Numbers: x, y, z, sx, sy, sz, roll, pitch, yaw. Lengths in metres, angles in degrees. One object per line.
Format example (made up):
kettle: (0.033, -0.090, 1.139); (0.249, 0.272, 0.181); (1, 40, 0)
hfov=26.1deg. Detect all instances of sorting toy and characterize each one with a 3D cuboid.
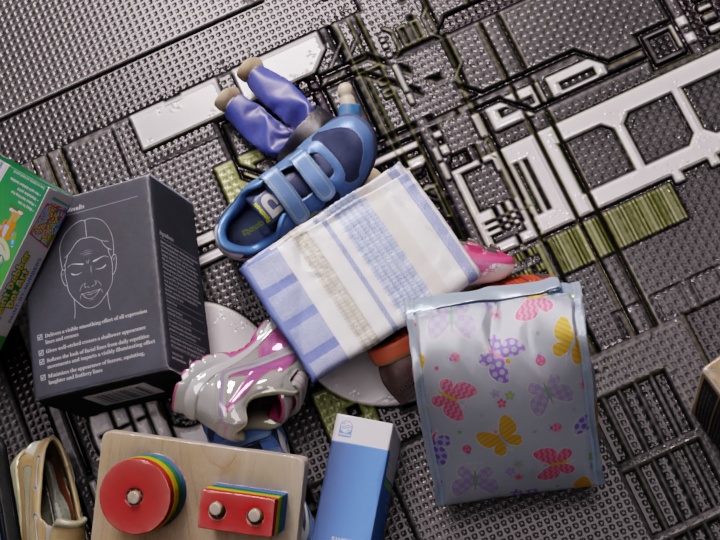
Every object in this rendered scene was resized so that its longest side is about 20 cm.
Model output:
sorting toy: (-0.160, 0.260, 1.420); (0.197, 0.070, 0.202); (6, 91, 11)

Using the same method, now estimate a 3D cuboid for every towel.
towel: (0.000, 0.000, 1.500); (0.199, 0.024, 0.147); (-32, 70, -10)

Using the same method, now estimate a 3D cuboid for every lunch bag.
lunch bag: (0.134, 0.101, 1.443); (0.168, 0.201, 0.127); (-9, 30, 5)

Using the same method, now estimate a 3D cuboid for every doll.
doll: (-0.054, -0.140, 1.610); (0.200, 0.048, 0.137); (41, 96, 14)

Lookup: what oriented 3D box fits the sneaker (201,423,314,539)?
sneaker: (-0.099, 0.191, 1.503); (0.074, 0.082, 0.201); (-29, 70, -1)

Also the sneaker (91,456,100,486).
sneaker: (-0.180, 0.249, 1.506); (0.200, 0.076, 0.077); (45, 76, 6)

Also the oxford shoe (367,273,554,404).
oxford shoe: (0.108, 0.064, 1.536); (0.199, 0.071, 0.073); (-26, 99, -3)

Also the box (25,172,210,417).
box: (-0.242, 0.028, 1.540); (0.147, 0.107, 0.202); (-13, 72, 16)

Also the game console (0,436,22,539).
game console: (-0.396, 0.281, 1.496); (0.116, 0.176, 0.202); (-6, 71, -25)

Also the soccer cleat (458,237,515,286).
soccer cleat: (0.053, 0.005, 1.557); (0.198, 0.070, 0.087); (7, 96, 6)

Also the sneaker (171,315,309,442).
sneaker: (-0.082, 0.105, 1.503); (0.199, 0.082, 0.088); (-33, 62, -30)

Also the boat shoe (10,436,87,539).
boat shoe: (-0.291, 0.258, 1.496); (0.071, 0.076, 0.201); (-4, 67, -41)

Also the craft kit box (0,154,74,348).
craft kit box: (-0.403, -0.027, 1.545); (0.199, 0.048, 0.199); (27, 95, 31)

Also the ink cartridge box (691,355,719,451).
ink cartridge box: (0.407, 0.083, 1.434); (0.199, 0.165, 0.075); (-35, 71, -5)

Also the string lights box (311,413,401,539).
string lights box: (-0.009, 0.246, 1.465); (0.058, 0.103, 0.202); (9, 74, 8)

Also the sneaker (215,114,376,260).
sneaker: (-0.065, -0.076, 1.545); (0.200, 0.082, 0.074); (-42, 84, 13)
